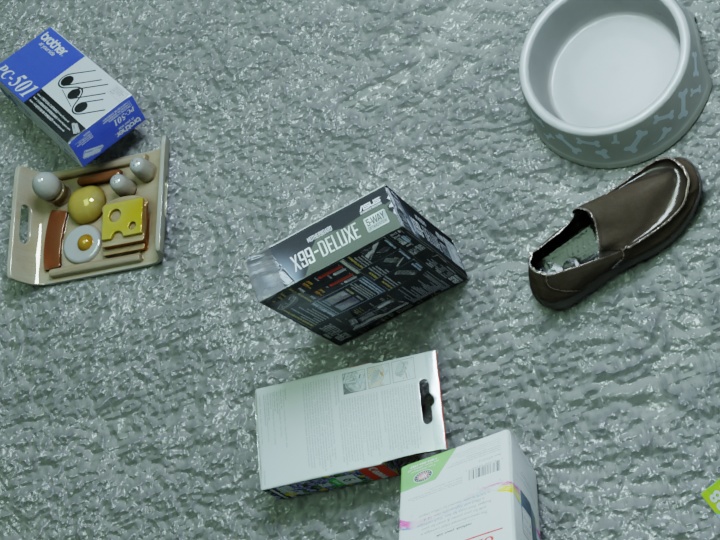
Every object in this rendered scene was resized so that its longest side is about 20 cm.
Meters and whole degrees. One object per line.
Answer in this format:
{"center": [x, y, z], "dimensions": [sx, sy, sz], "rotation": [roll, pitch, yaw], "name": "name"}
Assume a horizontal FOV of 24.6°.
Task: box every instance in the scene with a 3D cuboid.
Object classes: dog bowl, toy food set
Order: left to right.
{"center": [-0.307, -0.070, 1.873], "dimensions": [0.200, 0.060, 0.144], "rotation": [-10, 66, 22], "name": "toy food set"}
{"center": [0.251, -0.205, 1.662], "dimensions": [0.200, 0.059, 0.200], "rotation": [-10, 67, 23], "name": "dog bowl"}

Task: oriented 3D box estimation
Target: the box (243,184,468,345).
{"center": [0.000, 0.000, 1.617], "dimensions": [0.158, 0.200, 0.050], "rotation": [-28, 67, 14], "name": "box"}

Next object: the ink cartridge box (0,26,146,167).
{"center": [-0.342, -0.204, 1.923], "dimensions": [0.094, 0.044, 0.200], "rotation": [-39, 48, -12], "name": "ink cartridge box"}

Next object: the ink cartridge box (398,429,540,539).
{"center": [0.099, 0.246, 1.495], "dimensions": [0.117, 0.067, 0.200], "rotation": [-22, 29, 17], "name": "ink cartridge box"}

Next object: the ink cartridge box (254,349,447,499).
{"center": [-0.005, 0.154, 1.646], "dimensions": [0.200, 0.050, 0.109], "rotation": [-14, 64, 19], "name": "ink cartridge box"}

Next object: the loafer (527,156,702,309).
{"center": [0.243, -0.039, 1.591], "dimensions": [0.200, 0.071, 0.073], "rotation": [-41, 59, 5], "name": "loafer"}

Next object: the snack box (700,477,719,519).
{"center": [0.418, 0.191, 1.385], "dimensions": [0.200, 0.068, 0.169], "rotation": [-44, 71, 16], "name": "snack box"}
